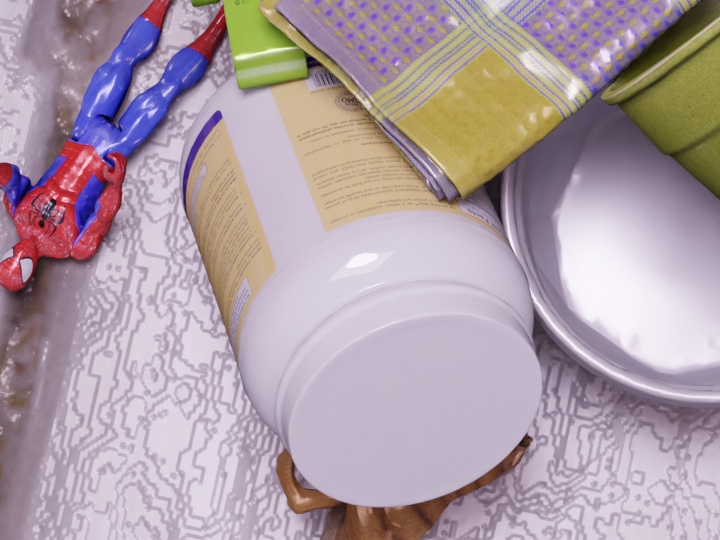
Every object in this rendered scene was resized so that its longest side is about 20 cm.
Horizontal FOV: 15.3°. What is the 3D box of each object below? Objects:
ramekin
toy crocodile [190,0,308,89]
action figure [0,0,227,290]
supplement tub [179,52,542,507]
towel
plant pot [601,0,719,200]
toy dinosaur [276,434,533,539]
[{"bbox_3d":[0.168,-0.028,1.349,0.199,0.105,0.201,0,81,2],"label":"ramekin"},{"bbox_3d":[-0.061,-0.180,1.318,0.067,0.062,0.201,-15,69,-2],"label":"toy crocodile"},{"bbox_3d":[-0.134,-0.079,1.377,0.065,0.099,0.200,31,86,8],"label":"action figure"},{"bbox_3d":[0.000,0.000,1.291,0.145,0.146,0.200,-20,45,-1],"label":"supplement tub"},{"bbox_3d":[0.068,-0.137,1.256,0.200,0.023,0.144,-38,72,-10],"label":"towel"},{"bbox_3d":[0.246,-0.068,1.216,0.200,0.200,0.193,-40,93,-4],"label":"plant pot"},{"bbox_3d":[-0.001,0.130,1.353,0.200,0.060,0.106,-42,83,-4],"label":"toy dinosaur"}]
